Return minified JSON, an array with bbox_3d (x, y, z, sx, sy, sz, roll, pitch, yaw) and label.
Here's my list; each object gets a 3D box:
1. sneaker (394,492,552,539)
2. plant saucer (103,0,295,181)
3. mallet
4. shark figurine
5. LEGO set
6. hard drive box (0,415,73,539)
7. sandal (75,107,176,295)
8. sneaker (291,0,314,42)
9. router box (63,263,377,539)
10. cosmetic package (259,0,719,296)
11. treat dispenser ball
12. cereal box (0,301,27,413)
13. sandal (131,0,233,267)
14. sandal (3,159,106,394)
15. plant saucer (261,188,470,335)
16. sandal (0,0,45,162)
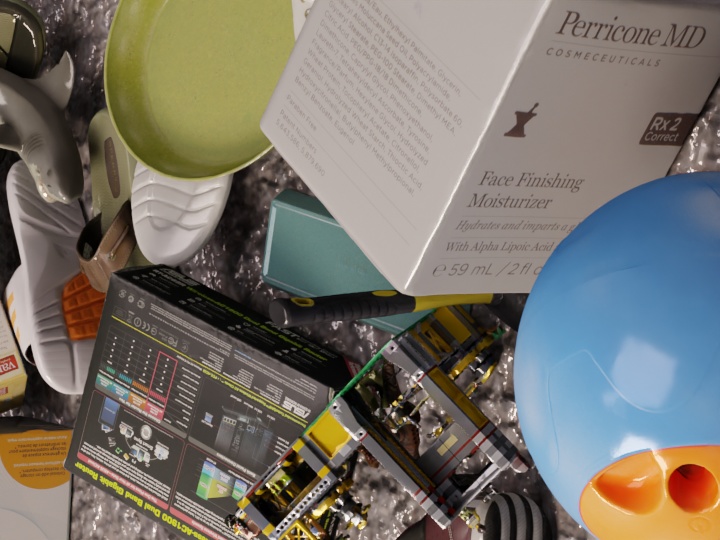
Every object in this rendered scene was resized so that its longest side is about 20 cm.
[{"bbox_3d":[0.056,0.232,1.313,0.115,0.075,0.202,3,82,54],"label":"sneaker"},{"bbox_3d":[-0.090,-0.154,1.469,0.198,0.031,0.202,-11,70,32],"label":"plant saucer"},{"bbox_3d":[0.039,0.022,1.229,0.066,0.199,0.041,37,123,35],"label":"mallet"},{"bbox_3d":[-0.266,-0.144,1.629,0.214,0.128,0.090,43,101,4],"label":"shark figurine"},{"bbox_3d":[0.026,0.121,1.286,0.116,0.154,0.200,45,99,5],"label":"LEGO set"},{"bbox_3d":[-0.308,0.219,1.661,0.076,0.155,0.202,8,96,47],"label":"hard drive box"},{"bbox_3d":[-0.185,-0.023,1.592,0.080,0.057,0.203,-28,69,45],"label":"sandal"},{"bbox_3d":[-0.006,-0.128,1.354,0.072,0.085,0.202,-8,91,8],"label":"sneaker"},{"bbox_3d":[-0.096,0.103,1.447,0.199,0.062,0.151,26,109,28],"label":"router box"},{"bbox_3d":[0.079,-0.114,1.207,0.165,0.164,0.201,50,126,36],"label":"cosmetic package"},{"bbox_3d":[0.176,0.052,1.067,0.200,0.200,0.203,0,90,49],"label":"treat dispenser ball"},{"bbox_3d":[-0.311,0.008,1.681,0.144,0.039,0.202,127,124,-73],"label":"cereal box"},{"bbox_3d":[-0.111,-0.100,1.519,0.082,0.050,0.205,1,79,34],"label":"sandal"},{"bbox_3d":[-0.236,0.013,1.645,0.059,0.079,0.208,-45,49,40],"label":"sandal"},{"bbox_3d":[0.000,0.000,1.410,0.199,0.019,0.071,20,105,47],"label":"plant saucer"},{"bbox_3d":[-0.298,-0.146,1.717,0.201,0.079,0.058,-49,17,39],"label":"sandal"}]
